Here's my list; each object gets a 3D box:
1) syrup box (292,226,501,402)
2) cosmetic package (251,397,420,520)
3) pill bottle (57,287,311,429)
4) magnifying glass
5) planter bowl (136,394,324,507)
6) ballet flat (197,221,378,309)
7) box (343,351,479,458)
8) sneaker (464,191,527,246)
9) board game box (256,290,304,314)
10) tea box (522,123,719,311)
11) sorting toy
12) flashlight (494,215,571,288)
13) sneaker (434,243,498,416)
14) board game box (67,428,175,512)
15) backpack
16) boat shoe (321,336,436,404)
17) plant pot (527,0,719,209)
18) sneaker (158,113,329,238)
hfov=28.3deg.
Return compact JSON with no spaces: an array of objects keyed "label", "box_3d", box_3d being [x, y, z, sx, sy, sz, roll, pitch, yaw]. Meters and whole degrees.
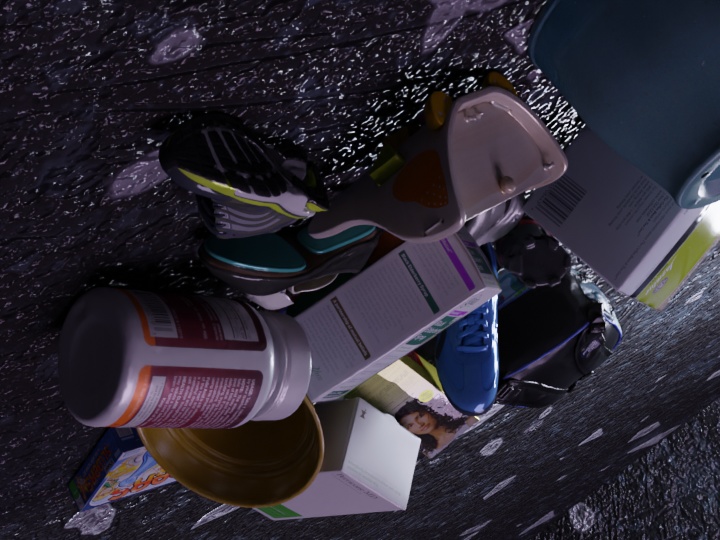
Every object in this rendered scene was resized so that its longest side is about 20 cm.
[{"label":"syrup box","box_3d":[0.027,0.038,1.339,0.199,0.082,0.079,-33,169,14]},{"label":"cosmetic package","box_3d":[-0.048,0.199,1.489,0.199,0.086,0.107,-13,141,44]},{"label":"pill bottle","box_3d":[-0.146,0.078,1.217,0.199,0.115,0.114,7,140,-42]},{"label":"magnifying glass","box_3d":[0.000,0.000,1.366,0.079,0.023,0.200,-8,150,-49]},{"label":"planter bowl","box_3d":[-0.119,0.131,1.409,0.200,0.200,0.084,-46,-170,36]},{"label":"ballet flat","box_3d":[-0.062,-0.003,1.248,0.199,0.068,0.069,-12,133,-41]},{"label":"box","box_3d":[0.035,0.118,1.474,0.075,0.050,0.200,-41,129,15]},{"label":"sneaker","box_3d":[0.077,-0.027,1.418,0.079,0.074,0.201,4,135,-43]},{"label":"board game box","box_3d":[-0.031,0.039,1.479,0.103,0.020,0.200,-35,160,8]},{"label":"tea box","box_3d":[0.291,-0.084,1.409,0.201,0.133,0.196,-52,156,8]},{"label":"sorting toy","box_3d":[0.047,-0.077,1.216,0.179,0.108,0.199,-25,-179,36]},{"label":"flashlight","box_3d":[0.178,-0.017,1.465,0.068,0.068,0.200,-50,-174,3]},{"label":"sneaker","box_3d":[0.111,0.047,1.467,0.065,0.202,0.079,1,154,0]},{"label":"board game box","box_3d":[-0.209,0.195,1.569,0.199,0.035,0.136,-13,153,-41]},{"label":"backpack","box_3d":[0.216,0.071,1.718,0.182,0.148,0.200,-37,156,13]},{"label":"boat shoe","box_3d":[0.043,0.115,1.546,0.199,0.057,0.069,-37,160,13]},{"label":"plant pot","box_3d":[0.272,-0.163,1.186,0.199,0.189,0.200,-27,160,-11]},{"label":"sneaker","box_3d":[-0.096,-0.059,1.082,0.081,0.074,0.200,-34,159,18]}]
